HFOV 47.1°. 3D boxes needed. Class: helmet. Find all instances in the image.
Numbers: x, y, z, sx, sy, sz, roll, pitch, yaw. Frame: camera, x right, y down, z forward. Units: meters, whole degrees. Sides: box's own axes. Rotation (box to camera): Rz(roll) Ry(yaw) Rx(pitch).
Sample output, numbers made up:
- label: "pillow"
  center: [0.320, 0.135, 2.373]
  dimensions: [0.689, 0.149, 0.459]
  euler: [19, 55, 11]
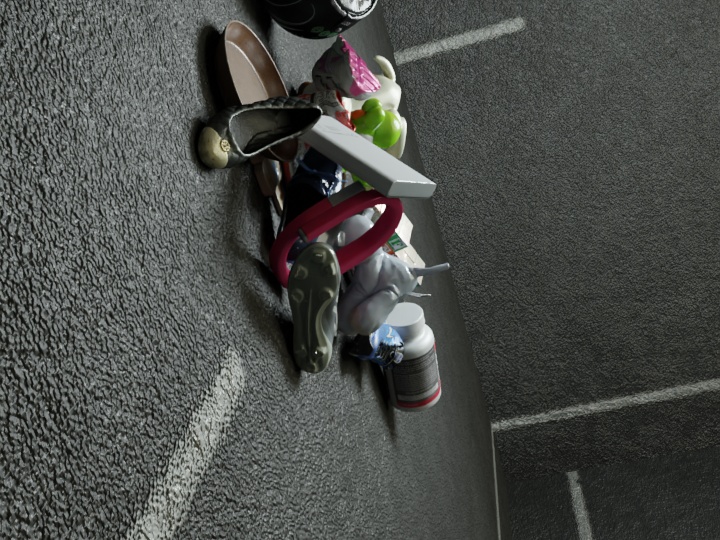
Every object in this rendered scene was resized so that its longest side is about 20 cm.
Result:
- label: "helmet"
  center: [-0.079, -0.488, 1.372]
  dimensions: [0.199, 0.190, 0.202]
  euler: [-10, 103, -48]

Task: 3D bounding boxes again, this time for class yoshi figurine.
- label: "yoshi figurine"
  center: [-0.003, -0.203, 1.382]
  dimensions: [0.113, 0.200, 0.112]
  euler: [48, 42, 2]

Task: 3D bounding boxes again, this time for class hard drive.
- label: "hard drive"
  center: [-0.004, -0.160, 1.138]
  dimensions: [0.132, 0.199, 0.027]
  euler: [-7, 128, -59]

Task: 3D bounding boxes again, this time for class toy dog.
- label: "toy dog"
  center: [-0.019, -0.288, 1.495]
  dimensions: [0.140, 0.199, 0.195]
  euler: [45, -53, 37]

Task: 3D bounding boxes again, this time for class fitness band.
- label: "fitness band"
  center: [-0.030, -0.044, 1.117]
  dimensions: [0.038, 0.199, 0.144]
  euler: [53, -14, 29]

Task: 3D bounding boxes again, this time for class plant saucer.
- label: "plant saucer"
  center: [-0.144, -0.237, 1.124]
  dimensions: [0.200, 0.034, 0.202]
  euler: [-19, 90, -74]

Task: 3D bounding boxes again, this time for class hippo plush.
- label: "hippo plush"
  center: [0.000, 0.000, 1.346]
  dimensions: [0.161, 0.199, 0.160]
  euler: [53, 51, -18]

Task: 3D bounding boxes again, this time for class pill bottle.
- label: "pill bottle"
  center: [0.094, 0.169, 1.622]
  dimensions: [0.111, 0.110, 0.202]
  euler: [-83, 165, -58]

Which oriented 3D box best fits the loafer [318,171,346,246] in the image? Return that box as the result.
- label: "loafer"
  center: [-0.059, -0.074, 1.278]
  dimensions: [0.073, 0.072, 0.202]
  euler: [45, 39, -57]

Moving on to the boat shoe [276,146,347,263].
- label: "boat shoe"
  center: [-0.066, -0.106, 1.163]
  dimensions: [0.069, 0.083, 0.202]
  euler: [85, 14, -63]

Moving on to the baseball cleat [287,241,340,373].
- label: "baseball cleat"
  center: [-0.061, 0.038, 1.115]
  dimensions: [0.107, 0.069, 0.202]
  euler: [-77, 176, -61]

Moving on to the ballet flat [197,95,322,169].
- label: "ballet flat"
  center: [-0.124, -0.176, 1.007]
  dimensions: [0.200, 0.056, 0.067]
  euler: [-38, 118, -46]

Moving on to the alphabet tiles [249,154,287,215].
- label: "alphabet tiles"
  center: [-0.133, -0.189, 1.217]
  dimensions: [0.200, 0.014, 0.197]
  euler: [-80, 155, -63]

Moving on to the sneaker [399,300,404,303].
- label: "sneaker"
  center: [0.057, 0.069, 1.742]
  dimensions: [0.202, 0.078, 0.090]
  euler: [70, -20, 2]

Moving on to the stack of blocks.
- label: "stack of blocks"
  center: [0.033, -0.051, 1.442]
  dimensions: [0.200, 0.114, 0.059]
  euler: [51, 35, -27]

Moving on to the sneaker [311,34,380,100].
- label: "sneaker"
  center: [-0.030, -0.313, 1.355]
  dimensions: [0.081, 0.088, 0.200]
  euler: [43, 13, -26]

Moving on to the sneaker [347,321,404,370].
- label: "sneaker"
  center: [0.039, 0.128, 1.460]
  dimensions: [0.089, 0.079, 0.200]
  euler: [37, 10, 7]

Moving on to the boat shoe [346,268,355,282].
- label: "boat shoe"
  center: [-0.007, -0.041, 1.524]
  dimensions: [0.065, 0.074, 0.204]
  euler: [-91, 171, -61]

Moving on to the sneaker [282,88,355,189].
- label: "sneaker"
  center: [-0.060, -0.188, 1.259]
  dimensions: [0.067, 0.107, 0.203]
  euler: [54, 26, -61]
